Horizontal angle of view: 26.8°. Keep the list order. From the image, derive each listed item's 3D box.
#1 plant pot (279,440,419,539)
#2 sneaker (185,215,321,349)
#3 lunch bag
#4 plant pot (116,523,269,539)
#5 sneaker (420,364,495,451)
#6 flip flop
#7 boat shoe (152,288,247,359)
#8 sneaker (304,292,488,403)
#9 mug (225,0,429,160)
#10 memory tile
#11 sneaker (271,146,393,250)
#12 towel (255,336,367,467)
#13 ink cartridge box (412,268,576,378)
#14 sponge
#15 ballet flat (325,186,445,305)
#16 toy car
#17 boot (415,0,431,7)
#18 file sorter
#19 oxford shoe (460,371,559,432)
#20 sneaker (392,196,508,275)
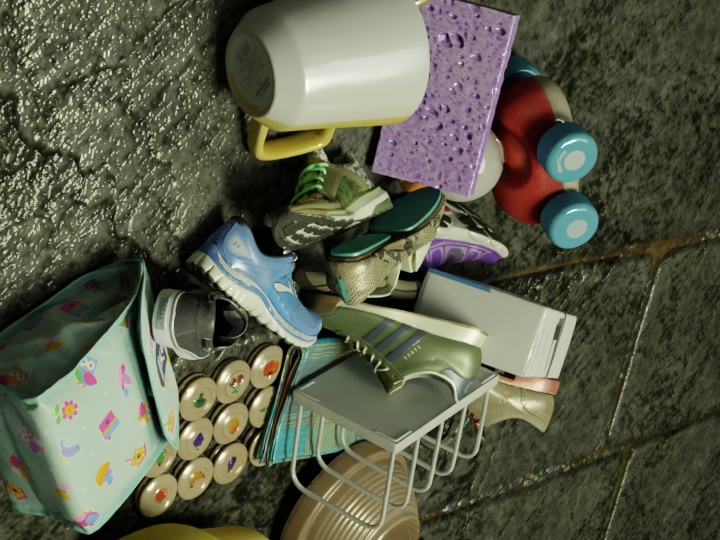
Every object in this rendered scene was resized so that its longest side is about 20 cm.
[{"bbox_3d":[0.003,0.308,1.781,0.201,0.093,0.201,-34,143,-31],"label":"plant pot"},{"bbox_3d":[-0.087,0.011,1.514,0.089,0.078,0.200,-54,143,-7],"label":"sneaker"},{"bbox_3d":[-0.239,0.106,1.357,0.200,0.122,0.171,-46,137,-40],"label":"lunch bag"},{"bbox_3d":[-0.166,0.349,1.549,0.189,0.200,0.201,-11,121,-65],"label":"plant pot"},{"bbox_3d":[0.126,0.130,1.873,0.200,0.075,0.079,-61,165,-2],"label":"sneaker"},{"bbox_3d":[0.000,0.000,1.623,0.200,0.081,0.058,8,88,-53],"label":"flip flop"},{"bbox_3d":[-0.140,0.048,1.418,0.200,0.066,0.070,51,45,-79],"label":"boat shoe"},{"bbox_3d":[0.031,0.086,1.606,0.067,0.200,0.090,80,23,-86],"label":"sneaker"},{"bbox_3d":[-0.039,-0.179,1.404,0.153,0.149,0.187,-18,119,-34],"label":"mug"},{"bbox_3d":[-0.155,0.167,1.582,0.200,0.017,0.154,-22,128,-42],"label":"memory tile"},{"bbox_3d":[-0.043,-0.077,1.502,0.077,0.089,0.200,-27,177,24],"label":"sneaker"},{"bbox_3d":[-0.032,0.142,1.697,0.200,0.022,0.147,-1,111,-56],"label":"towel"},{"bbox_3d":[0.155,0.063,1.727,0.200,0.144,0.084,15,93,-72],"label":"ink cartridge box"},{"bbox_3d":[0.087,-0.184,1.577,0.030,0.111,0.200,-41,147,-69],"label":"sponge"},{"bbox_3d":[0.030,-0.019,1.568,0.200,0.068,0.075,-39,124,-50],"label":"ballet flat"},{"bbox_3d":[0.136,-0.115,1.672,0.200,0.184,0.177,-16,130,-9],"label":"toy car"},{"bbox_3d":[0.063,-0.353,1.470,0.200,0.073,0.156,-47,141,-17],"label":"boot"},{"bbox_3d":[0.035,0.174,1.670,0.200,0.139,0.125,-28,134,-47],"label":"file sorter"},{"bbox_3d":[0.135,0.150,1.793,0.070,0.199,0.075,151,-52,-87],"label":"oxford shoe"},{"bbox_3d":[0.088,-0.033,1.723,0.200,0.081,0.084,9,122,-46],"label":"sneaker"}]
